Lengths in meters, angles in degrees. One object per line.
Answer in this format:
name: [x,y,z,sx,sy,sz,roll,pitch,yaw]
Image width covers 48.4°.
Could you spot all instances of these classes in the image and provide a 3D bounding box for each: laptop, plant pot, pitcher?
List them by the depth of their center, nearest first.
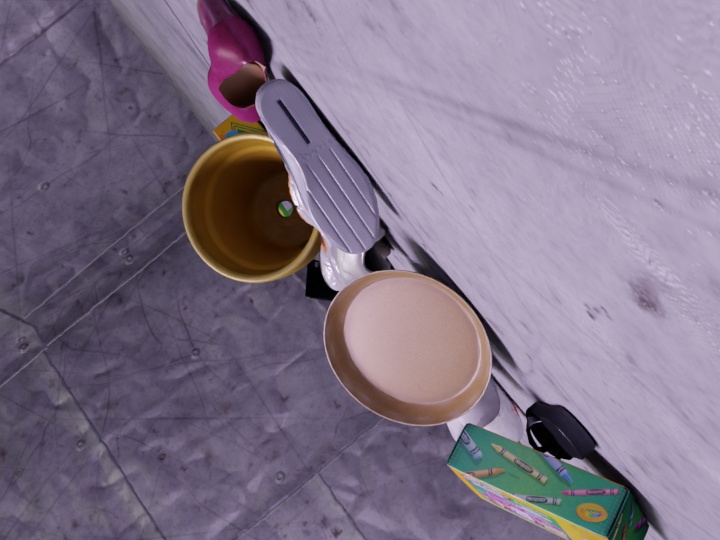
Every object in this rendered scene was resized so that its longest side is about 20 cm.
plant pot: [0.054,0.086,0.914,0.200,0.200,0.027,50,-149,-5]
pitcher: [0.088,0.096,1.026,0.200,0.121,0.172,47,-161,-10]
plant pot: [-0.128,-0.089,1.152,0.201,0.201,0.189,49,-170,4]
laptop: [-0.014,0.072,1.559,0.200,0.103,0.177,61,-170,-22]

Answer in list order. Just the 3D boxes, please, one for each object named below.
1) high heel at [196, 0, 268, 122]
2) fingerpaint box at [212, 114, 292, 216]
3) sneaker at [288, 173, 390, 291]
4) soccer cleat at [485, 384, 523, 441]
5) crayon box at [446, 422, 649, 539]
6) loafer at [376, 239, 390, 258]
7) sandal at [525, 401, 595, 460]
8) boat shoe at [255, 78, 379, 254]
high heel: [-0.123,-0.194,0.847,0.096,0.067,0.200,60,177,23]
fingerpaint box: [-0.157,-0.172,1.422,0.167,0.073,0.200,47,175,22]
sneaker: [-0.017,-0.067,0.994,0.092,0.076,0.200,-3,121,35]
soccer cleat: [0.159,0.166,1.150,0.200,0.069,0.085,54,-179,16]
crayon box: [0.209,0.251,0.900,0.200,0.058,0.119,17,158,38]
loafer: [-0.016,-0.038,1.150,0.076,0.068,0.200,51,176,-12]
sandal: [0.212,0.187,0.903,0.076,0.043,0.200,49,176,16]
boat shoe: [-0.041,-0.112,0.840,0.200,0.072,0.071,61,-178,-15]
